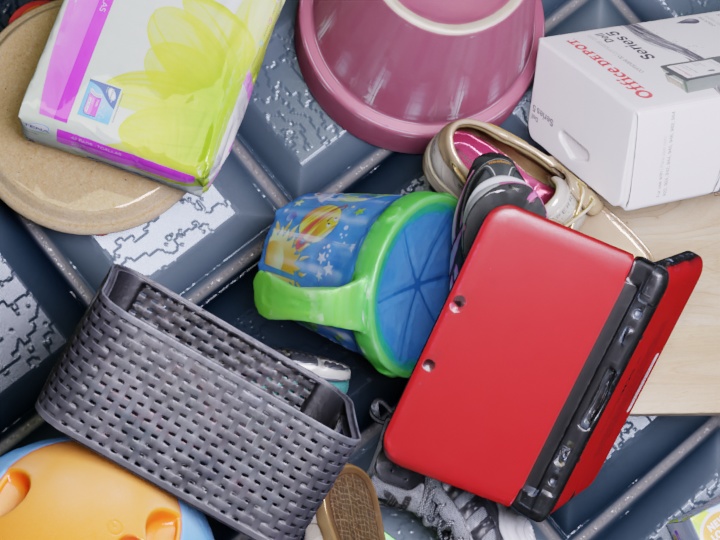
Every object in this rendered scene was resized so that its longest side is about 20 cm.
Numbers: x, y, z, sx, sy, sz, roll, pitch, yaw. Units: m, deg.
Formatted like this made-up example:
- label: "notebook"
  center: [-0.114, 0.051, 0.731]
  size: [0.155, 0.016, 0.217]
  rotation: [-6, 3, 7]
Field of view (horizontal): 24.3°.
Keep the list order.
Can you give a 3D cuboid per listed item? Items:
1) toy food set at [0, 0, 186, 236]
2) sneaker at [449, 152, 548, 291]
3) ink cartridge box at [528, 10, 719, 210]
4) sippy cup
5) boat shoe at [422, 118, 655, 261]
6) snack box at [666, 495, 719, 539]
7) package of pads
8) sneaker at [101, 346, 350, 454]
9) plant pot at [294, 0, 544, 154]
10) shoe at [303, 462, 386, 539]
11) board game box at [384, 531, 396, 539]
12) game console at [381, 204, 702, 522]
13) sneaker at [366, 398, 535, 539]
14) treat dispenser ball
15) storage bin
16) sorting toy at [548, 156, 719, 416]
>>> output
- label: "toy food set"
  center: [-0.208, -0.124, 1.298]
  size: [0.198, 0.049, 0.200]
  rotation: [36, 75, 3]
- label: "sneaker"
  center: [0.098, 0.005, 1.200]
  size: [0.080, 0.201, 0.087]
  rotation: [4, 35, -7]
- label: "ink cartridge box"
  center: [0.250, -0.127, 1.280]
  size: [0.199, 0.085, 0.146]
  rotation: [-12, 33, -23]
- label: "sippy cup"
  center: [0.000, 0.000, 1.241]
  size: [0.130, 0.178, 0.140]
  rotation: [14, 75, 37]
- label: "boat shoe"
  center: [0.135, -0.044, 1.237]
  size: [0.199, 0.069, 0.074]
  rotation: [32, 75, 2]
- label: "snack box"
  center: [0.361, 0.225, 1.273]
  size: [0.199, 0.068, 0.170]
  rotation: [-22, 81, -13]
- label: "package of pads"
  center: [-0.149, -0.170, 1.256]
  size: [0.154, 0.068, 0.201]
  rotation: [18, 75, -1]
- label: "sneaker"
  center: [-0.104, 0.101, 1.254]
  size: [0.199, 0.078, 0.080]
  rotation: [-9, 93, -2]
- label: "plant pot"
  center: [0.055, -0.208, 1.283]
  size: [0.199, 0.179, 0.201]
  rotation: [2, 77, -7]
- label: "shoe"
  center: [-0.005, 0.240, 1.196]
  size: [0.070, 0.053, 0.201]
  rotation: [-3, 79, -41]
- label: "board game box"
  center: [-0.009, 0.297, 1.224]
  size: [0.153, 0.040, 0.200]
  rotation: [36, 75, 2]
- label: "game console"
  center: [0.130, 0.058, 1.171]
  size: [0.118, 0.172, 0.201]
  rotation: [31, 109, 19]
- label: "sneaker"
  center: [0.059, 0.180, 1.225]
  size: [0.113, 0.076, 0.201]
  rotation: [0, 59, -16]
- label: "treat dispenser ball"
  center: [-0.195, 0.214, 1.140]
  size: [0.199, 0.201, 0.202]
  rotation: [2, 76, -7]
- label: "storage bin"
  center: [-0.109, 0.092, 1.147]
  size: [0.199, 0.135, 0.094]
  rotation: [31, 97, -9]
- label: "sorting toy"
  center: [0.206, 0.017, 1.304]
  size: [0.199, 0.070, 0.200]
  rotation: [0, 77, -7]
